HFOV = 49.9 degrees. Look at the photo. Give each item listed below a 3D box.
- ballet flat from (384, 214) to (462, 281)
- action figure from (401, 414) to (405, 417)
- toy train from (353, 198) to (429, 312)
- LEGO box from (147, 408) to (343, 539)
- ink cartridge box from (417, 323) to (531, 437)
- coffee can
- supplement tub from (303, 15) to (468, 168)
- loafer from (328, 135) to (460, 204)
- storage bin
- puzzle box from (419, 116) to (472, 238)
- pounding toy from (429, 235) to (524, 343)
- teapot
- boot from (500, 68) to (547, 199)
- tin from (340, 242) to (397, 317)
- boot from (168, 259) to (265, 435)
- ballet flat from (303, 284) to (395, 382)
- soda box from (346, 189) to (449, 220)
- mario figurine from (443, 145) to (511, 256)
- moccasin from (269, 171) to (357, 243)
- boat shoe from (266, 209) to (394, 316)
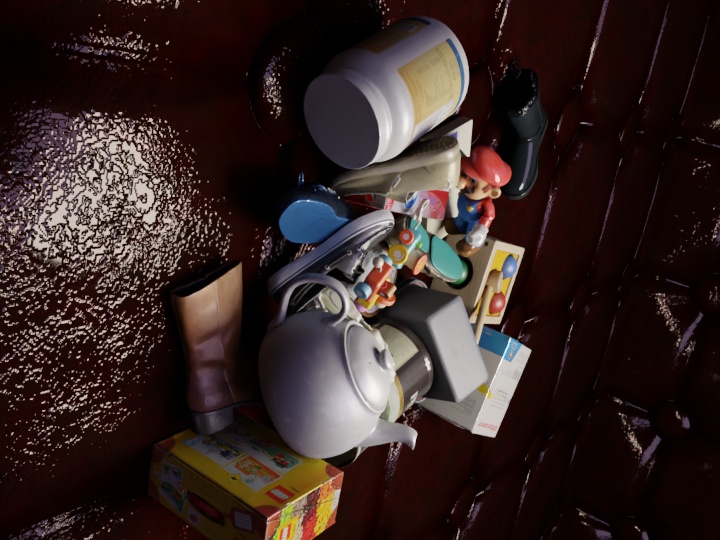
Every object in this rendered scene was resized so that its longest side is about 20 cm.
[{"bbox_3d":[0.096,-0.035,1.287,0.199,0.074,0.069,34,56,-49],"label":"ballet flat"},{"bbox_3d":[0.083,0.153,1.388,0.130,0.069,0.202,47,62,-38],"label":"action figure"},{"bbox_3d":[0.053,-0.005,1.108,0.200,0.055,0.151,-51,173,-35],"label":"toy train"},{"bbox_3d":[-0.144,0.268,0.975,0.148,0.198,0.078,-15,121,-52],"label":"LEGO box"},{"bbox_3d":[0.230,0.216,1.583,0.147,0.143,0.202,30,83,-58],"label":"ink cartridge box"},{"bbox_3d":[0.000,0.185,1.202,0.199,0.145,0.148,-33,135,-43],"label":"coffee can"},{"bbox_3d":[0.035,-0.230,1.002,0.200,0.143,0.146,-40,139,-38],"label":"supplement tub"},{"bbox_3d":[0.046,-0.123,1.035,0.076,0.198,0.069,-48,123,-49],"label":"loafer"},{"bbox_3d":[0.129,0.120,1.288,0.145,0.134,0.203,-31,109,-29],"label":"storage bin"},{"bbox_3d":[0.143,-0.151,1.336,0.133,0.025,0.203,-33,134,-44],"label":"puzzle box"},{"bbox_3d":[0.222,0.029,1.457,0.199,0.141,0.187,7,102,-59],"label":"pounding toy"},{"bbox_3d":[-0.029,0.129,0.981,0.200,0.144,0.200,36,37,-56],"label":"teapot"},{"bbox_3d":[0.296,-0.256,1.458,0.168,0.075,0.203,39,68,-62],"label":"boot"},{"bbox_3d":[0.000,0.000,1.196,0.113,0.041,0.200,-66,149,-13],"label":"tin"},{"bbox_3d":[-0.160,0.081,0.993,0.187,0.068,0.203,-23,120,-41],"label":"boot"},{"bbox_3d":[-0.012,0.088,1.098,0.200,0.072,0.072,47,61,-10],"label":"ballet flat"},{"bbox_3d":[0.062,-0.121,1.182,0.199,0.069,0.064,3,102,-59],"label":"soda box"},{"bbox_3d":[0.171,-0.118,1.271,0.106,0.122,0.202,-46,157,-37],"label":"mario figurine"},{"bbox_3d":[-0.069,-0.078,1.009,0.080,0.069,0.200,-37,163,11],"label":"moccasin"},{"bbox_3d":[-0.030,-0.007,1.040,0.198,0.067,0.070,-31,164,-12],"label":"boat shoe"}]
